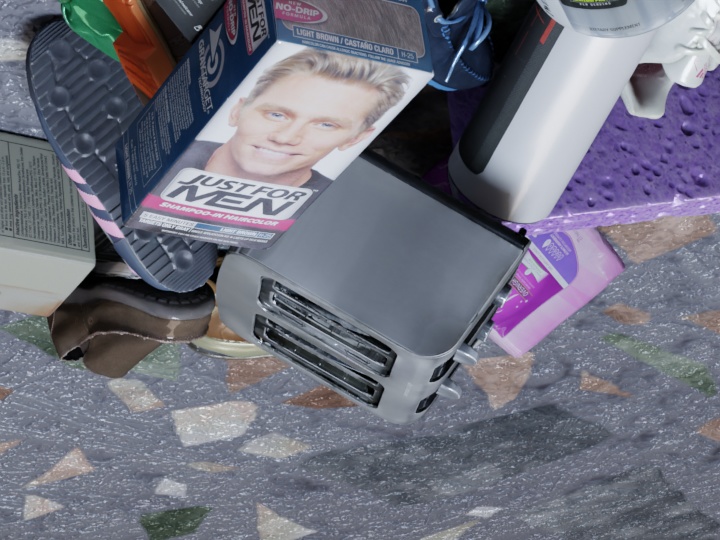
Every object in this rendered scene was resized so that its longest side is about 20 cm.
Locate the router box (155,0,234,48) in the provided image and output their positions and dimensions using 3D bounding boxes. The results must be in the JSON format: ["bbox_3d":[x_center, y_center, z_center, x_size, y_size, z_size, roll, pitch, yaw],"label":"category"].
[{"bbox_3d":[-0.065,-0.187,1.343,0.062,0.150,0.200,-15,151,15],"label":"router box"}]

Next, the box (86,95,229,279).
[{"bbox_3d":[-0.128,-0.048,1.687,0.157,0.050,0.200,10,148,-27],"label":"box"}]

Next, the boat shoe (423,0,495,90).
[{"bbox_3d":[0.049,-0.174,1.463,0.069,0.084,0.200,-13,153,22],"label":"boat shoe"}]

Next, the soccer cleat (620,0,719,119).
[{"bbox_3d":[0.227,-0.172,1.503,0.070,0.086,0.200,6,148,-23],"label":"soccer cleat"}]

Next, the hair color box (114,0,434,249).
[{"bbox_3d":[-0.053,-0.090,1.304,0.100,0.061,0.200,9,147,-28],"label":"hair color box"}]

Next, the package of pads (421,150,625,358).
[{"bbox_3d":[0.110,-0.021,1.733,0.120,0.076,0.200,-42,146,3],"label":"package of pads"}]

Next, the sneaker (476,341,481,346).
[{"bbox_3d":[0.053,0.009,1.815,0.087,0.075,0.200,-30,145,26],"label":"sneaker"}]

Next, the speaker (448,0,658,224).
[{"bbox_3d":[0.133,-0.129,1.513,0.081,0.081,0.200,8,131,-25],"label":"speaker"}]

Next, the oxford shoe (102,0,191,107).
[{"bbox_3d":[-0.125,-0.183,1.400,0.073,0.071,0.200,-31,128,-17],"label":"oxford shoe"}]

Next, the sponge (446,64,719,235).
[{"bbox_3d":[0.163,-0.085,1.621,0.200,0.112,0.030,-7,156,-1],"label":"sponge"}]

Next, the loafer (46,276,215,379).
[{"bbox_3d":[-0.161,0.041,1.639,0.073,0.071,0.200,-4,-177,-30],"label":"loafer"}]

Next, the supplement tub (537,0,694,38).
[{"bbox_3d":[0.131,-0.232,1.336,0.122,0.123,0.200,-15,150,15],"label":"supplement tub"}]

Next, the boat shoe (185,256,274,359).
[{"bbox_3d":[-0.035,0.025,1.711,0.200,0.076,0.074,-1,135,-14],"label":"boat shoe"}]

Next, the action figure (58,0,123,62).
[{"bbox_3d":[-0.120,-0.159,1.483,0.200,0.055,0.118,22,142,-31],"label":"action figure"}]

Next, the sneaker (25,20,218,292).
[{"bbox_3d":[-0.172,-0.073,1.549,0.070,0.200,0.082,-31,-165,-20],"label":"sneaker"}]

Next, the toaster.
[{"bbox_3d":[0.000,0.000,1.550,0.200,0.119,0.181,30,161,4],"label":"toaster"}]

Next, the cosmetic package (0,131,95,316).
[{"bbox_3d":[-0.294,-0.042,1.608,0.200,0.104,0.087,13,145,-29],"label":"cosmetic package"}]
